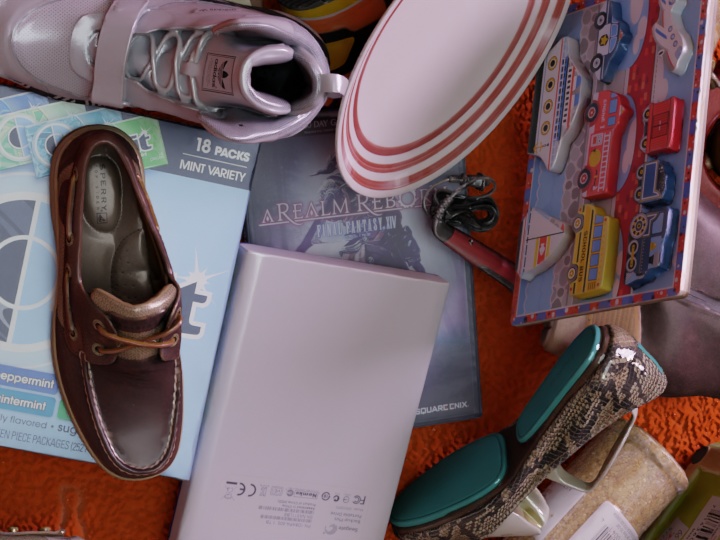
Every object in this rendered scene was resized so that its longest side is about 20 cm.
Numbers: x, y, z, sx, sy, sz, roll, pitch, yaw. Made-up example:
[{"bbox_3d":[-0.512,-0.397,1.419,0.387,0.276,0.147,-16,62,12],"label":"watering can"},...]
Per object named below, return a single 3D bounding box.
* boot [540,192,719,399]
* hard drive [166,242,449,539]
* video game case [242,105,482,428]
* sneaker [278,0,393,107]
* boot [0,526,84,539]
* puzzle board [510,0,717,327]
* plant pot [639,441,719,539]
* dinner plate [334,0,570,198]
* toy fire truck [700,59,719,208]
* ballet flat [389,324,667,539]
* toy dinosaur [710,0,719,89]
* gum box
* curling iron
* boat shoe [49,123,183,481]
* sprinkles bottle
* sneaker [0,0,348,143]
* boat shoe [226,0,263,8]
[{"bbox_3d":[0.209,-0.019,1.400,0.166,0.072,0.201,14,94,-7],"label":"boot"},{"bbox_3d":[-0.033,0.091,1.369,0.132,0.025,0.201,9,102,-24],"label":"hard drive"},{"bbox_3d":[0.000,0.000,1.396,0.142,0.019,0.201,-7,100,-19],"label":"video game case"},{"bbox_3d":[0.044,-0.164,1.375,0.200,0.070,0.090,-24,126,-20],"label":"sneaker"},{"bbox_3d":[-0.229,0.150,1.288,0.154,0.072,0.201,-1,114,-21],"label":"boot"},{"bbox_3d":[0.143,-0.073,1.341,0.017,0.151,0.201,18,73,-33],"label":"puzzle board"},{"bbox_3d":[0.265,0.222,1.429,0.181,0.199,0.200,39,83,-14],"label":"plant pot"},{"bbox_3d":[0.051,-0.129,1.321,0.024,0.200,0.200,39,80,24],"label":"dinner plate"},{"bbox_3d":[0.262,-0.043,1.448,0.168,0.112,0.200,-21,103,2],"label":"toy fire truck"},{"bbox_3d":[0.106,0.115,1.382,0.075,0.068,0.200,38,116,-18],"label":"ballet flat"},{"bbox_3d":[0.203,-0.177,1.395,0.058,0.200,0.101,-21,145,17],"label":"toy dinosaur"},{"bbox_3d":[-0.161,0.005,1.316,0.169,0.045,0.201,11,93,-15],"label":"gum box"},{"bbox_3d":[0.115,0.005,1.422,0.200,0.026,0.050,39,85,-27],"label":"curling iron"},{"bbox_3d":[-0.131,0.021,1.264,0.072,0.072,0.201,-6,96,-14],"label":"boat shoe"},{"bbox_3d":[0.116,0.183,1.433,0.200,0.068,0.068,-46,109,-10],"label":"sprinkles bottle"},{"bbox_3d":[-0.103,-0.116,1.239,0.199,0.115,0.075,7,99,-16],"label":"sneaker"},{"bbox_3d":[-0.099,-0.199,1.312,0.076,0.072,0.201,-7,99,-7],"label":"boat shoe"}]
